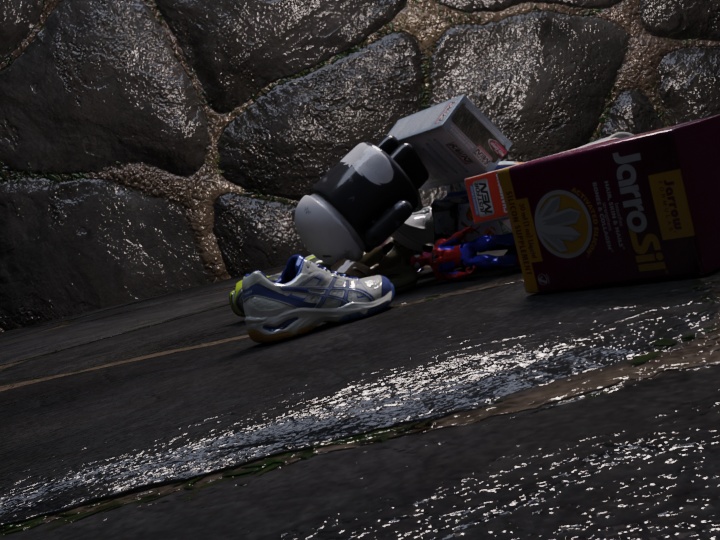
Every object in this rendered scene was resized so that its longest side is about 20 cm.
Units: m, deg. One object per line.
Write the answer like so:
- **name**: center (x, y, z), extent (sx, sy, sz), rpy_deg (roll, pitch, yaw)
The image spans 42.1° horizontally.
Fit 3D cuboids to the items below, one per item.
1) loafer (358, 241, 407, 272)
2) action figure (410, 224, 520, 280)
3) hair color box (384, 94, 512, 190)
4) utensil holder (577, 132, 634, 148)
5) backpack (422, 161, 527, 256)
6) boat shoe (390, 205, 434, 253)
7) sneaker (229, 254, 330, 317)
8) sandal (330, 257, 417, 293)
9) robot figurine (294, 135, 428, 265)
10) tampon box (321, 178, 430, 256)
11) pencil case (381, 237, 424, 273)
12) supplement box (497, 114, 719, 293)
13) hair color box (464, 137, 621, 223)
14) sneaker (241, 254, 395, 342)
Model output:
- **loafer**: center (0.000, 0.000, 1.374), extent (0.075, 0.070, 0.200), rpy_deg (-11, 4, 35)
- **action figure**: center (0.149, -0.023, 1.230), extent (0.199, 0.066, 0.052), rpy_deg (-10, -12, 39)
- **hair color box**: center (0.115, -0.176, 1.325), extent (0.061, 0.099, 0.200), rpy_deg (-53, 18, -16)
- **utensil holder**: center (0.701, -0.293, 2.689), extent (0.169, 0.171, 0.200), rpy_deg (-15, 1, -23)
- **backpack**: center (0.217, -0.085, 1.379), extent (0.199, 0.155, 0.190), rpy_deg (-12, 13, -26)
- **boat shoe**: center (0.110, -0.066, 1.467), extent (0.199, 0.069, 0.072), rpy_deg (21, 24, -35)
- **sneaker**: center (-0.097, 0.028, 1.415), extent (0.199, 0.074, 0.081), rpy_deg (-22, 12, -11)
- **sandal**: center (-0.008, 0.008, 1.254), extent (0.200, 0.058, 0.080), rpy_deg (-14, 20, -40)
- **robot figurine**: center (0.001, -0.095, 1.307), extent (0.200, 0.125, 0.150), rpy_deg (-44, 0, -9)
- **tampon box**: center (0.036, -0.104, 1.840), extent (0.126, 0.201, 0.150), rpy_deg (-10, 6, 36)
- **pencil case**: center (0.023, -0.021, 1.577), extent (0.089, 0.078, 0.200), rpy_deg (2, -7, -38)
- **supplement box**: center (0.245, -0.057, 0.880), extent (0.103, 0.132, 0.200), rpy_deg (-18, 5, -40)
- **hair color box**: center (0.246, -0.111, 1.176), extent (0.199, 0.064, 0.111), rpy_deg (-14, -2, 29)
- **sneaker**: center (-0.045, 0.020, 1.087), extent (0.199, 0.089, 0.075), rpy_deg (-14, 1, -36)
